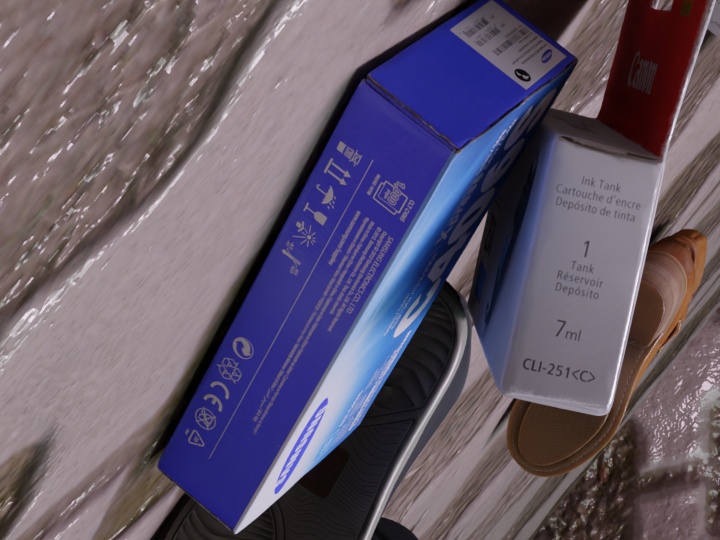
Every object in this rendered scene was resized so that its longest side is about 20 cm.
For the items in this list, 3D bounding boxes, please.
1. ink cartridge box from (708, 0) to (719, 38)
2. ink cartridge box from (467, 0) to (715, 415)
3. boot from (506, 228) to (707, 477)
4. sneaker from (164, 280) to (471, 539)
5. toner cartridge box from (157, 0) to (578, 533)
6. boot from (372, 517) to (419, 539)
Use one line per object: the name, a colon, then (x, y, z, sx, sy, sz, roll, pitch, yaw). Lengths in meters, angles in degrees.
ink cartridge box: (0.262, -0.196, 1.214, 0.200, 0.044, 0.174, -49, 169, -11)
ink cartridge box: (0.085, -0.051, 0.850, 0.200, 0.045, 0.177, -96, -161, -82)
boot: (0.193, 0.057, 1.695, 0.200, 0.077, 0.155, -65, 168, 25)
sneaker: (-0.011, 0.091, 0.968, 0.200, 0.075, 0.106, -53, 169, 5)
toner cartridge box: (0.000, 0.000, 0.809, 0.095, 0.043, 0.200, -37, 162, -50)
boot: (-0.038, 0.228, 1.277, 0.200, 0.076, 0.168, -43, 164, -5)
